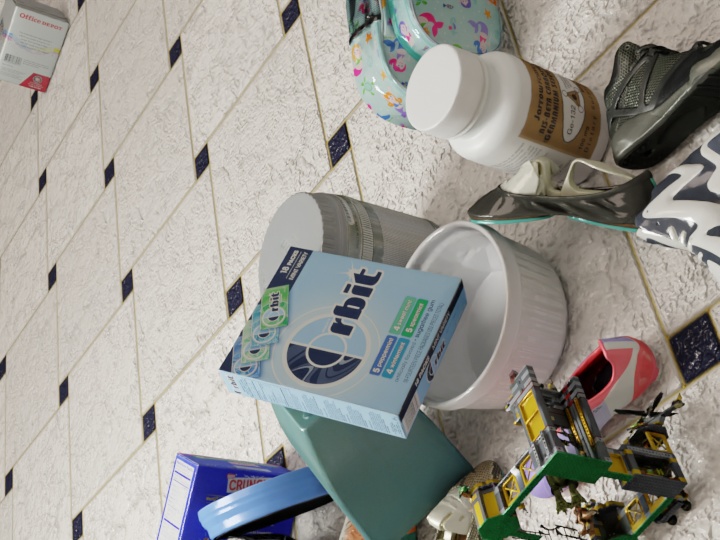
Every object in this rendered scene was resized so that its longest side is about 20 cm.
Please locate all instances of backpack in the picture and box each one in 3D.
[{"bbox_3d":[0.079,-0.272,1.352,0.150,0.177,0.201,-24,62,57],"label":"backpack"}]

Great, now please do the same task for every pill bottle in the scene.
[{"bbox_3d":[0.151,-0.161,1.173,0.114,0.199,0.115,-26,58,50],"label":"pill bottle"}]

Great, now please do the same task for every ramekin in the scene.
[{"bbox_3d":[0.129,0.055,1.215,0.200,0.105,0.201,-27,57,49],"label":"ramekin"}]

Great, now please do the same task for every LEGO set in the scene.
[{"bbox_3d":[0.186,0.166,1.015,0.116,0.199,0.154,-103,28,-47],"label":"LEGO set"}]

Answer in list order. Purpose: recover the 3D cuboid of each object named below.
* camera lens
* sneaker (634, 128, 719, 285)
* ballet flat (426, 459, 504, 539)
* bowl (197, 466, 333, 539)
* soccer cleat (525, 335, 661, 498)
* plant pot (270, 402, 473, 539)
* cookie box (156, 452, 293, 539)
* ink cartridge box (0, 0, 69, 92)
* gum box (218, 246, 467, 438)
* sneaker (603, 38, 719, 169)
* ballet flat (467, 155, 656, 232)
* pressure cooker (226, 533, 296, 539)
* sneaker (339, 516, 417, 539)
[{"bbox_3d":[0.000,0.000,1.344,0.160,0.199,0.161,-27,56,50],"label":"camera lens"},{"bbox_3d":[0.304,-0.021,1.000,0.129,0.079,0.200,-32,52,49],"label":"sneaker"},{"bbox_3d":[0.094,0.296,1.204,0.068,0.075,0.201,25,99,58],"label":"ballet flat"},{"bbox_3d":[-0.100,0.285,1.404,0.200,0.200,0.040,-35,70,46],"label":"bowl"},{"bbox_3d":[0.205,0.140,1.091,0.200,0.076,0.067,-56,37,28],"label":"soccer cleat"},{"bbox_3d":[-0.005,0.172,1.223,0.141,0.200,0.141,-41,41,-6],"label":"plant pot"},{"bbox_3d":[-0.181,0.356,1.519,0.075,0.171,0.201,10,86,54],"label":"cookie box"},{"bbox_3d":[-0.866,-0.593,2.952,0.201,0.145,0.145,-64,34,17],"label":"ink cartridge box"},{"bbox_3d":[-0.016,0.066,1.139,0.199,0.045,0.170,11,54,24],"label":"gum box"},{"bbox_3d":[0.301,-0.192,1.069,0.199,0.076,0.115,-43,51,48],"label":"sneaker"},{"bbox_3d":[0.201,-0.079,1.133,0.199,0.068,0.069,4,105,26],"label":"ballet flat"},{"bbox_3d":[-0.142,0.415,1.375,0.175,0.200,0.180,-28,66,28],"label":"pressure cooker"},{"bbox_3d":[0.033,0.283,1.315,0.071,0.080,0.201,-1,56,41],"label":"sneaker"}]
